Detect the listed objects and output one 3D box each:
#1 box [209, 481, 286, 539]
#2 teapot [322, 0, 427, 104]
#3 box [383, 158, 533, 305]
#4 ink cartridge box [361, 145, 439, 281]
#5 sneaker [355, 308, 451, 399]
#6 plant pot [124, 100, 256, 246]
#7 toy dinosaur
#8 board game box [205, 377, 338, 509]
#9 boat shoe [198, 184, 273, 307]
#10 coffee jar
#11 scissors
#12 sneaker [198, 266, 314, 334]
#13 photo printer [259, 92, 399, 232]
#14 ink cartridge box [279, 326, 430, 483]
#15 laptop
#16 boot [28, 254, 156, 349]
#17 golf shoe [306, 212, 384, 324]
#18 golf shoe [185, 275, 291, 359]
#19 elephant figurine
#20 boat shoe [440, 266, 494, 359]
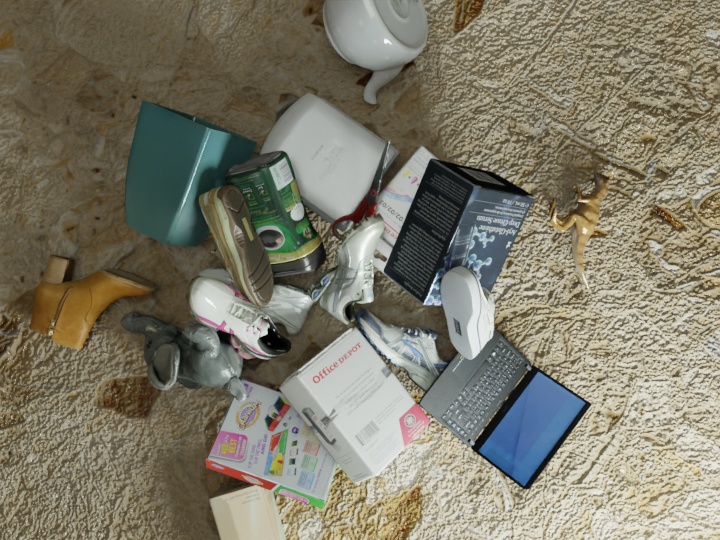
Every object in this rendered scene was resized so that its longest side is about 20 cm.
[{"bbox_3d":[-0.171,0.449,1.328,0.095,0.078,0.201,-18,87,0],"label":"box"},{"bbox_3d":[0.005,-0.413,1.329,0.146,0.197,0.201,-14,61,37],"label":"teapot"},{"bbox_3d":[0.151,-0.055,1.264,0.107,0.148,0.201,40,116,42],"label":"box"},{"bbox_3d":[0.079,-0.091,1.350,0.115,0.068,0.200,40,90,3],"label":"ink cartridge box"},{"bbox_3d":[0.080,0.122,1.344,0.200,0.077,0.085,41,85,-6],"label":"sneaker"},{"bbox_3d":[-0.292,-0.148,1.319,0.141,0.141,0.201,25,99,22],"label":"plant pot"},{"bbox_3d":[0.362,-0.073,1.343,0.106,0.060,0.201,16,88,1],"label":"toy dinosaur"},{"bbox_3d":[-0.129,0.278,1.318,0.199,0.040,0.153,19,56,3],"label":"board game box"},{"bbox_3d":[-0.200,-0.034,1.284,0.076,0.072,0.201,-10,102,28],"label":"boat shoe"},{"bbox_3d":[-0.132,-0.086,1.313,0.104,0.085,0.201,-8,114,32],"label":"coffee jar"},{"bbox_3d":[0.023,-0.111,1.289,0.073,0.014,0.200,33,118,-2],"label":"scissors"},{"bbox_3d":[-0.180,0.055,1.350,0.199,0.078,0.100,18,92,4],"label":"sneaker"},{"bbox_3d":[-0.060,-0.187,1.358,0.200,0.069,0.167,36,90,3],"label":"photo printer"},{"bbox_3d":[-0.010,0.214,1.301,0.146,0.085,0.200,-36,88,-36],"label":"ink cartridge box"},{"bbox_3d":[0.230,0.212,1.300,0.200,0.103,0.177,42,81,-21],"label":"laptop"},{"bbox_3d":[-0.451,0.064,1.368,0.200,0.071,0.145,14,94,6],"label":"boot"},{"bbox_3d":[0.000,0.000,1.285,0.097,0.078,0.200,47,130,18],"label":"golf shoe"},{"bbox_3d":[-0.183,0.069,1.248,0.092,0.200,0.073,-3,56,35],"label":"golf shoe"},{"bbox_3d":[-0.294,0.139,1.335,0.199,0.155,0.142,-19,128,20],"label":"elephant figurine"},{"bbox_3d":[0.171,0.056,1.229,0.066,0.200,0.072,-37,48,-19],"label":"boat shoe"}]
